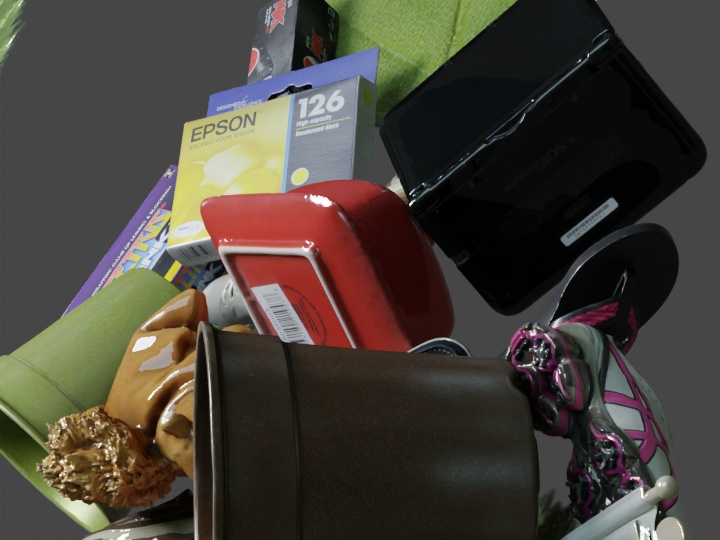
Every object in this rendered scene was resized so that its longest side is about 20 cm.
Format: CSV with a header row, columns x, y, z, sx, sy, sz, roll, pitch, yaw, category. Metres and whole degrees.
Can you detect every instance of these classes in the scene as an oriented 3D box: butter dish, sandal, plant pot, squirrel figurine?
x,y,z,sx,sy,sz,roll,pitch,yaw,category
0.000,0.000,1.292,0.148,0.201,0.199,-39,23,-31,butter dish
0.146,0.052,1.121,0.200,0.075,0.045,-48,30,18,sandal
-0.001,0.130,1.028,0.200,0.197,0.202,179,90,-80,plant pot
-0.221,0.101,1.454,0.190,0.200,0.200,-47,28,-21,plant pot
-0.142,0.131,1.269,0.199,0.142,0.187,-31,22,-5,squirrel figurine

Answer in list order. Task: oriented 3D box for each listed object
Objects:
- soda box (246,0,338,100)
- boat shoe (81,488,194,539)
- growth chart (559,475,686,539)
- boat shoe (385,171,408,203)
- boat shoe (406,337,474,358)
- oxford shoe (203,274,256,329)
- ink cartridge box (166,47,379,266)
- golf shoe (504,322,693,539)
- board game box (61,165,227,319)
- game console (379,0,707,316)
x,y,z,sx,sy,sz,roll,pitch,yaw,category
-0.071,-0.210,1.706,0.071,0.063,0.201,-31,34,28,soda box
-0.145,0.216,1.327,0.201,0.075,0.075,-12,32,38,boat shoe
0.137,0.223,0.916,0.145,0.018,0.201,-35,44,48,growth chart
0.088,-0.085,1.351,0.199,0.072,0.065,-24,43,46,boat shoe
0.002,0.115,1.152,0.200,0.062,0.075,-36,66,-12,boat shoe
-0.091,0.015,1.486,0.199,0.058,0.076,-4,55,53,oxford shoe
-0.080,-0.115,1.547,0.197,0.047,0.201,-13,59,26,ink cartridge box
0.167,0.111,1.016,0.073,0.092,0.201,-58,42,41,golf shoe
-0.193,-0.005,1.641,0.201,0.057,0.165,-56,32,-12,board game box
0.133,-0.098,1.252,0.200,0.176,0.116,-40,6,16,game console
